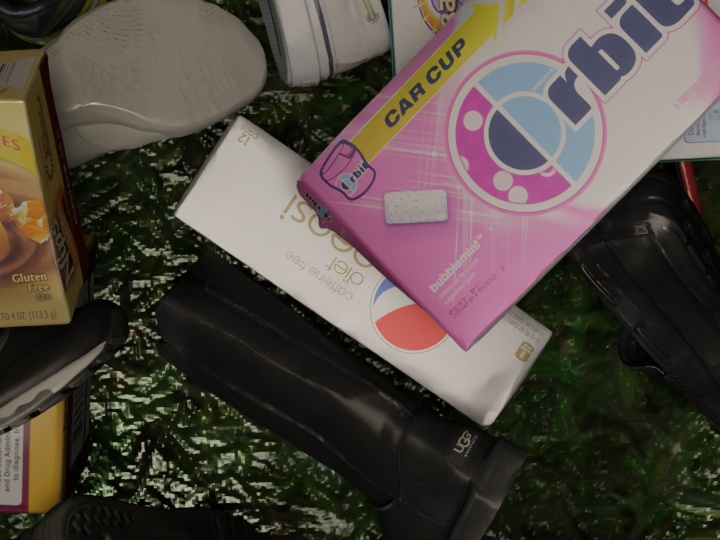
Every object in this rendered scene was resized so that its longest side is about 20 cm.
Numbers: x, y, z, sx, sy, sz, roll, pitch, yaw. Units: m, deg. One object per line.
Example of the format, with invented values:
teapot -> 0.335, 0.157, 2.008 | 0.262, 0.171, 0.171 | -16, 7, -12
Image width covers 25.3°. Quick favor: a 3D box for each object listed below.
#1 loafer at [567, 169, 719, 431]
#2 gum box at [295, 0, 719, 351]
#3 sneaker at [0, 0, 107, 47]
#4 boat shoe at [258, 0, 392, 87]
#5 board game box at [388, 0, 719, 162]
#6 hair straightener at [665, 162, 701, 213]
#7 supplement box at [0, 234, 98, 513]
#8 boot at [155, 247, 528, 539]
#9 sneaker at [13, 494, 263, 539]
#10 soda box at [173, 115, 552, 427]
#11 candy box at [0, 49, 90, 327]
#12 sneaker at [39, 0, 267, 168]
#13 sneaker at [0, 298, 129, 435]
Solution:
loafer -> 0.170, 0.032, 0.847 | 0.070, 0.068, 0.201 | -21, 124, 26
gum box -> 0.075, -0.066, 0.759 | 0.114, 0.066, 0.200 | 45, 100, 6
sneaker -> -0.144, -0.209, 0.803 | 0.073, 0.081, 0.202 | 10, 101, -2
boat shoe -> -0.033, -0.198, 0.820 | 0.066, 0.074, 0.201 | -18, 110, -12
board game box -> 0.113, -0.129, 0.809 | 0.198, 0.040, 0.154 | -1, 98, 17
hair straightener -> 0.125, -0.111, 0.843 | 0.076, 0.041, 0.201 | -12, 101, 2
supplement box -> -0.244, 0.047, 0.841 | 0.198, 0.103, 0.132 | 4, 102, -2
boot -> -0.022, 0.091, 0.860 | 0.199, 0.066, 0.165 | 29, 141, 7
sneaker -> -0.123, 0.176, 0.855 | 0.114, 0.199, 0.077 | -29, 61, 28
soda box -> 0.000, 0.000, 0.847 | 0.199, 0.068, 0.064 | 34, 91, -6
candy box -> -0.232, -0.032, 0.724 | 0.198, 0.055, 0.116 | -2, 121, 4
sneaker -> -0.148, -0.085, 0.835 | 0.199, 0.088, 0.076 | -18, 80, -22
sneaker -> -0.209, 0.049, 0.754 | 0.199, 0.076, 0.088 | -28, 93, 4
